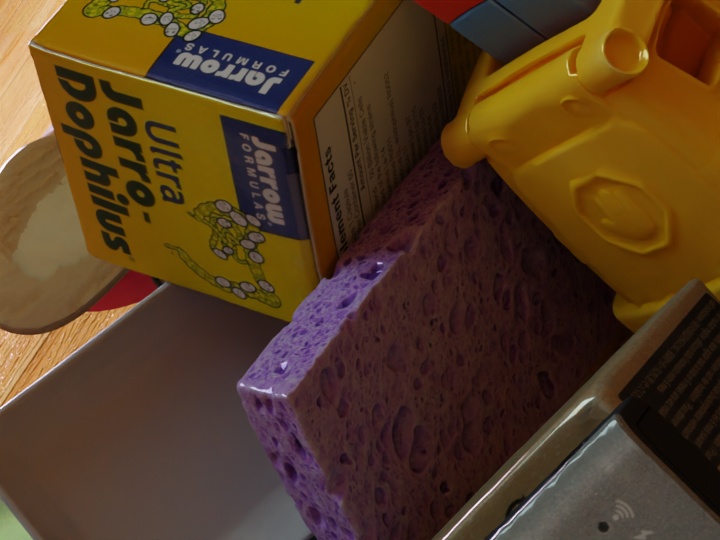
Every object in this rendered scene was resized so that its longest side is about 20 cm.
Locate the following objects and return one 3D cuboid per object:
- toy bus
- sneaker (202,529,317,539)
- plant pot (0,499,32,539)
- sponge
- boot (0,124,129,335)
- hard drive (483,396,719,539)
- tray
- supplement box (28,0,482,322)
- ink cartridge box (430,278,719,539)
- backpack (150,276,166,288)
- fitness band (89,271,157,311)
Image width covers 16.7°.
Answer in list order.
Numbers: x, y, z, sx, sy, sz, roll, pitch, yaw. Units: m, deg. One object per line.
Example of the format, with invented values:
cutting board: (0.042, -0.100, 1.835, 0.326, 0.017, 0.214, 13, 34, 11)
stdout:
toy bus: (0.110, -0.101, 0.870, 0.136, 0.192, 0.200, -29, 29, 55)
sneaker: (-0.042, 0.151, 0.927, 0.088, 0.074, 0.200, -53, 36, 34)
plant pot: (-0.148, 0.160, 1.102, 0.190, 0.200, 0.200, -31, 26, 23)
sponge: (0.039, 0.018, 0.894, 0.030, 0.112, 0.200, 5, 43, 41)
boot: (-0.126, -0.016, 1.081, 0.201, 0.071, 0.144, -66, 4, -39)
hard drive: (0.053, 0.151, 0.652, 0.200, 0.140, 0.033, -48, -4, 20)
tray: (-0.047, 0.053, 0.911, 0.200, 0.107, 0.022, -38, 2, -34)
supplement box: (-0.016, -0.094, 0.913, 0.109, 0.109, 0.200, 17, 51, 24)
ink cartridge box: (0.048, 0.108, 0.750, 0.200, 0.075, 0.165, -49, -7, 21)
backpack: (0.000, 0.000, 1.047, 0.191, 0.154, 0.200, -66, 22, -2)
fitness band: (-0.085, -0.052, 1.218, 0.200, 0.037, 0.144, -24, 35, 12)
